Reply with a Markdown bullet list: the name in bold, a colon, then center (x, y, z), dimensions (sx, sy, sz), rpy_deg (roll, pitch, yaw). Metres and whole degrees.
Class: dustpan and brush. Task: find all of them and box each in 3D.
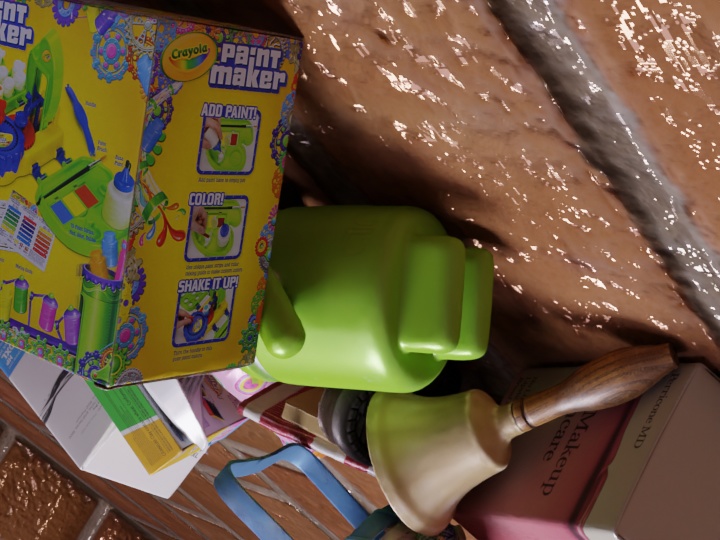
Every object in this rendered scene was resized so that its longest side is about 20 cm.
- **dustpan and brush**: center (-0.183, 0.053, 1.155), dimensions (0.200, 0.057, 0.140), rpy_deg (48, -167, -30)

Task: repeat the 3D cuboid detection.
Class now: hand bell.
- **hand bell**: center (0.112, 0.092, 0.833), dimensions (0.198, 0.105, 0.104), rpy_deg (-25, 128, 27)

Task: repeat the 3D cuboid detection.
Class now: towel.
- **towel**: center (0.009, 0.142, 1.079), dimensions (0.198, 0.023, 0.144), rpy_deg (23, -167, 15)

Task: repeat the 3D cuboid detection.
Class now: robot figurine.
- **robot figurine**: center (-0.014, 0.017, 0.834), dimensions (0.197, 0.118, 0.175), rpy_deg (1, 174, 30)

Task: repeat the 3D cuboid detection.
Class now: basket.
- **basket**: center (-0.007, 0.205, 0.923), dimensions (0.199, 0.140, 0.176), rpy_deg (40, -170, 12)

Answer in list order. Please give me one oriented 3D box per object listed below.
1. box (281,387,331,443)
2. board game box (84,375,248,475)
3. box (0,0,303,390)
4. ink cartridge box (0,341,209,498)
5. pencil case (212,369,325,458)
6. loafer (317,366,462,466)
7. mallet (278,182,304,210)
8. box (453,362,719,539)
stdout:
- **box**: center (0.055, 0.139, 1.055), dimensions (0.198, 0.022, 0.163), rpy_deg (25, -166, 21)
- **board game box**: center (-0.191, 0.105, 1.236), dimensions (0.154, 0.040, 0.200), rpy_deg (54, -168, 6)
- **box**: center (-0.157, -0.059, 0.752), dimensions (0.198, 0.196, 0.121), rpy_deg (18, -166, 35)
- **ink cartridge box**: center (-0.264, 0.128, 1.319), dimensions (0.200, 0.085, 0.144), rpy_deg (40, -176, 37)
- **pencil case**: center (-0.081, 0.101, 1.206), dimensions (0.087, 0.088, 0.200), rpy_deg (16, 156, 37)
- **loafer**: center (0.011, 0.099, 0.979), dimensions (0.070, 0.074, 0.199), rpy_deg (20, -176, 23)
- **mallet**: center (0.000, 0.000, 0.934), dimensions (0.198, 0.042, 0.066), rpy_deg (29, 158, -5)
- **box**: center (0.169, 0.144, 0.867), dimensions (0.109, 0.129, 0.199), rpy_deg (40, 158, -18)
